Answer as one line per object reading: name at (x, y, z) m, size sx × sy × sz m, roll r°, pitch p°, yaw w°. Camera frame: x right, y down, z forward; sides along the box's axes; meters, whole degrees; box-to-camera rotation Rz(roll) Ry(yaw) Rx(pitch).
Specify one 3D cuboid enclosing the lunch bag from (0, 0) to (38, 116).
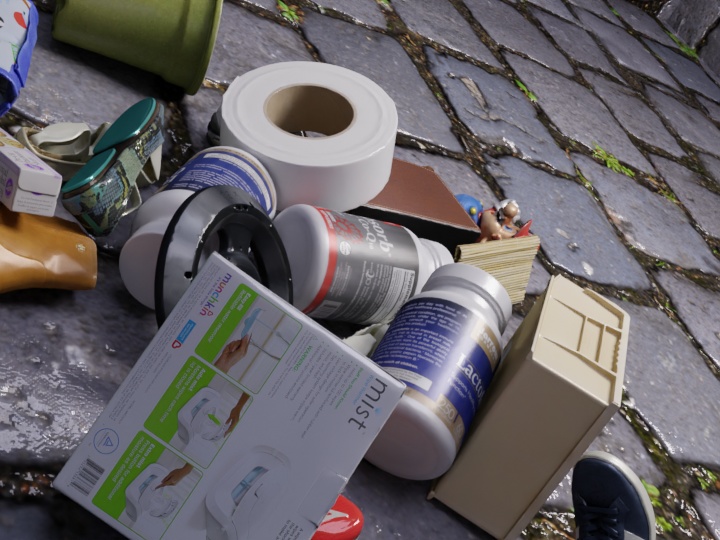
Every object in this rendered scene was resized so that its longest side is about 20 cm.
lunch bag at (-0.405, -0.199, 1.009) m, size 0.198 × 0.124 × 0.171 m, roll -3°, pitch 38°, yaw -7°

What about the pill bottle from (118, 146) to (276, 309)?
pill bottle at (-0.162, -0.041, 1.084) m, size 0.111 × 0.111 × 0.200 m, roll 33°, pitch 28°, yaw -3°

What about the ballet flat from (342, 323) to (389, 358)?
ballet flat at (0.006, 0.089, 1.114) m, size 0.072 × 0.072 × 0.200 m, roll 43°, pitch 29°, yaw 16°

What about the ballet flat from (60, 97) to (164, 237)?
ballet flat at (-0.231, -0.098, 1.065) m, size 0.074 × 0.074 × 0.200 m, roll 31°, pitch 37°, yaw -7°

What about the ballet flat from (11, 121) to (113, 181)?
ballet flat at (-0.280, -0.123, 1.129) m, size 0.070 × 0.070 × 0.199 m, roll 48°, pitch 31°, yaw 23°

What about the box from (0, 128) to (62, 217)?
box at (-0.328, -0.099, 0.995) m, size 0.041 × 0.039 × 0.200 m, roll 8°, pitch 15°, yaw -38°

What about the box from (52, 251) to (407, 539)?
box at (-0.092, 0.121, 0.807) m, size 0.176 × 0.201 × 0.097 m, roll 33°, pitch -9°, yaw -1°

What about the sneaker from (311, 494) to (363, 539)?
sneaker at (-0.079, 0.165, 0.888) m, size 0.199 × 0.085 × 0.077 m, roll 29°, pitch 30°, yaw -10°

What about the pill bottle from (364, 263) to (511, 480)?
pill bottle at (0.071, 0.093, 1.061) m, size 0.115 × 0.116 × 0.200 m, roll 34°, pitch 51°, yaw -2°

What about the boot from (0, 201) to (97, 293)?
boot at (-0.294, -0.004, 0.931) m, size 0.143 × 0.071 × 0.202 m, roll 18°, pitch 29°, yaw -28°

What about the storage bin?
storage bin at (0.169, 0.132, 1.080) m, size 0.093 × 0.201 × 0.199 m, roll 31°, pitch 28°, yaw 3°

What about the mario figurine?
mario figurine at (0.159, -0.085, 1.490) m, size 0.199 × 0.106 × 0.124 m, roll 31°, pitch 62°, yaw 9°

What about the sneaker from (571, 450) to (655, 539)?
sneaker at (0.219, 0.265, 0.979) m, size 0.084 × 0.075 × 0.201 m, roll -25°, pitch 106°, yaw -48°

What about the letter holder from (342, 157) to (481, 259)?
letter holder at (0.021, -0.069, 1.335) m, size 0.199 × 0.101 × 0.142 m, roll 10°, pitch 35°, yaw -38°

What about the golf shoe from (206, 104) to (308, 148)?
golf shoe at (-0.089, -0.159, 1.358) m, size 0.199 × 0.095 × 0.078 m, roll 20°, pitch 30°, yaw -29°

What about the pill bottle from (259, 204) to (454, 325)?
pill bottle at (0.000, 0.000, 1.189) m, size 0.199 × 0.116 × 0.116 m, roll 10°, pitch 37°, yaw -38°

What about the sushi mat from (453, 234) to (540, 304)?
sushi mat at (0.166, 0.008, 1.382) m, size 0.012 × 0.096 × 0.199 m, roll 23°, pitch 19°, yaw 33°

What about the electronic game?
electronic game at (-0.120, 0.023, 0.992) m, size 0.041 × 0.202 × 0.200 m, roll -3°, pitch 13°, yaw 29°

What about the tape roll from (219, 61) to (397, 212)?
tape roll at (-0.060, -0.153, 1.230) m, size 0.201 × 0.071 × 0.203 m, roll 4°, pitch 44°, yaw -4°

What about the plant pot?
plant pot at (-0.279, -0.331, 1.345) m, size 0.183 × 0.201 × 0.201 m, roll 8°, pitch 37°, yaw -20°
